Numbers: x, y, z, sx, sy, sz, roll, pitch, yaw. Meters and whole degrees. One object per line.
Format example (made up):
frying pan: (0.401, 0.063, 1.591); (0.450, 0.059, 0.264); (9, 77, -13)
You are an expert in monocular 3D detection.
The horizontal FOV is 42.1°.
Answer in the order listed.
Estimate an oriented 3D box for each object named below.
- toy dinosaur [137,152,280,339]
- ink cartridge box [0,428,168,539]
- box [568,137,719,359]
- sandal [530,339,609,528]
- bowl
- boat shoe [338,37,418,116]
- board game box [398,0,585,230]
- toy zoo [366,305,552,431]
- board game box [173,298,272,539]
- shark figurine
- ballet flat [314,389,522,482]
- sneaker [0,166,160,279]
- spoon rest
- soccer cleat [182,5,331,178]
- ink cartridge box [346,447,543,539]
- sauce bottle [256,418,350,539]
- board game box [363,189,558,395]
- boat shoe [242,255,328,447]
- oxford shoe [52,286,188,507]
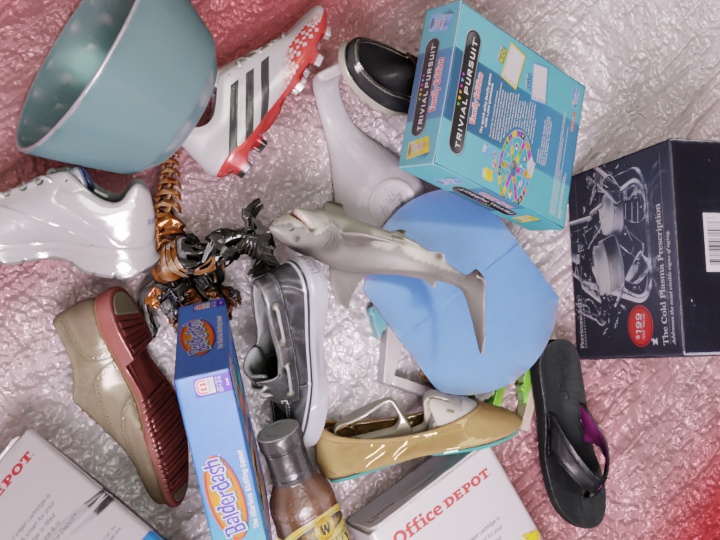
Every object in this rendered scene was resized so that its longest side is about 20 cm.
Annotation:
toy dinosaur: (-0.142, -0.005, 0.844); (0.134, 0.102, 0.202); (-16, 111, -3)
ink cartridge box: (-0.231, 0.244, 0.733); (0.199, 0.085, 0.146); (29, 71, 29)
box: (0.303, -0.012, 0.943); (0.103, 0.182, 0.203); (0, 83, -18)
sandal: (0.218, 0.171, 0.953); (0.075, 0.048, 0.203); (-17, 97, -31)
bowl: (-0.196, -0.165, 0.801); (0.105, 0.200, 0.203); (31, 75, -32)
boat shoe: (0.064, -0.183, 0.907); (0.198, 0.067, 0.073); (16, 63, -38)
board game box: (0.130, -0.139, 0.887); (0.199, 0.047, 0.153); (20, 77, -41)
toy zoo: (0.098, 0.071, 0.949); (0.198, 0.020, 0.133); (21, 77, -16)
board game box: (-0.110, 0.144, 0.768); (0.044, 0.152, 0.203); (-12, 109, -6)
shark figurine: (0.017, 0.003, 0.859); (0.212, 0.128, 0.090); (20, 104, -2)
ballet flat: (0.051, 0.145, 0.871); (0.197, 0.069, 0.064); (-15, 100, 1)
sneaker: (-0.267, -0.049, 0.791); (0.197, 0.075, 0.088); (5, 108, -9)
spoon rest: (0.005, -0.107, 0.926); (0.099, 0.060, 0.202); (-28, 107, -18)
soccer cleat: (-0.100, -0.181, 0.887); (0.085, 0.069, 0.201); (34, 78, -13)
ink cartridge box: (0.100, 0.285, 0.892); (0.144, 0.084, 0.201); (-32, 94, -19)
sauce bottle: (-0.045, 0.231, 0.837); (0.064, 0.065, 0.202); (-24, 107, -19)
board game box: (0.094, 0.023, 0.924); (0.157, 0.039, 0.201); (-38, 90, -14)
boat shoe: (-0.072, 0.078, 0.828); (0.070, 0.072, 0.202); (-15, 124, -26)
oxford shoe: (-0.209, 0.118, 0.828); (0.074, 0.070, 0.202); (-17, 95, 11)
